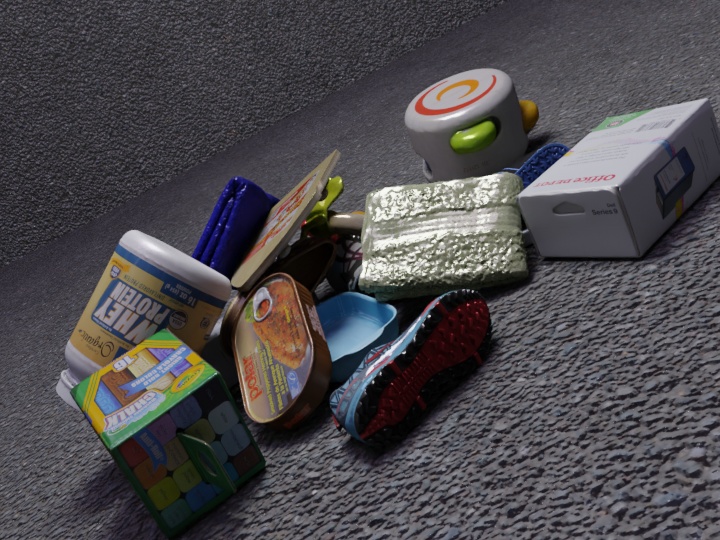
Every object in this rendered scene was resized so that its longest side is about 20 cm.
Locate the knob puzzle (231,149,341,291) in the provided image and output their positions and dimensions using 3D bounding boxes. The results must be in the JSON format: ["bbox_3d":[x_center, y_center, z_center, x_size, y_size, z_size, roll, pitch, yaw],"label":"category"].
[{"bbox_3d":[-0.101,-0.043,1.075,0.220,0.030,0.220,-46,16,18],"label":"knob puzzle"}]

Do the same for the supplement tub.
[{"bbox_3d":[-0.252,0.072,0.978,0.203,0.143,0.144,-63,24,-3],"label":"supplement tub"}]

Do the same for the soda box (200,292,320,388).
[{"bbox_3d":[-0.145,0.081,1.106,0.199,0.069,0.063,-38,20,-28],"label":"soda box"}]

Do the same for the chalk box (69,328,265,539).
[{"bbox_3d":[-0.186,0.165,0.836,0.123,0.126,0.199,-33,28,-20],"label":"chalk box"}]

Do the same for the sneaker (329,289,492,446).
[{"bbox_3d":[0.045,0.083,0.824,0.199,0.080,0.095,-38,19,-27],"label":"sneaker"}]

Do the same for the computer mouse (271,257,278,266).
[{"bbox_3d":[-0.133,0.011,1.273,0.059,0.034,0.200,-60,6,11],"label":"computer mouse"}]

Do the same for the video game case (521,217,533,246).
[{"bbox_3d":[0.145,-0.047,1.113,0.197,0.022,0.183,-22,20,15],"label":"video game case"}]

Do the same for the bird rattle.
[{"bbox_3d":[-0.027,-0.047,1.215,0.160,0.201,0.115,9,69,11],"label":"bird rattle"}]

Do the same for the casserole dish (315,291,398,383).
[{"bbox_3d":[-0.024,0.080,0.991,0.120,0.039,0.199,-34,19,-17],"label":"casserole dish"}]

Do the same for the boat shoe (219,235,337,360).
[{"bbox_3d":[-0.101,0.028,1.058,0.201,0.072,0.067,-49,13,-25],"label":"boat shoe"}]

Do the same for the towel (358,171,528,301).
[{"bbox_3d":[0.095,-0.042,0.981,0.196,0.037,0.151,-5,62,14],"label":"towel"}]

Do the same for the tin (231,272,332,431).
[{"bbox_3d":[-0.090,0.089,0.937,0.112,0.042,0.201,-40,39,16],"label":"tin"}]

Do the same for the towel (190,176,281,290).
[{"bbox_3d":[-0.172,-0.049,1.181,0.049,0.150,0.200,20,-2,10],"label":"towel"}]

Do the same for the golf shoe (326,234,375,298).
[{"bbox_3d":[0.000,0.000,1.090,0.199,0.077,0.089,-28,30,56],"label":"golf shoe"}]

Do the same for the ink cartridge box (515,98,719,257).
[{"bbox_3d":[0.293,-0.101,0.943,0.199,0.089,0.144,-37,20,-30],"label":"ink cartridge box"}]

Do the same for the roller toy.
[{"bbox_3d":[0.173,-0.223,1.346,0.180,0.141,0.200,5,41,42],"label":"roller toy"}]

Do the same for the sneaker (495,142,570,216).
[{"bbox_3d":[0.178,-0.087,1.052,0.198,0.071,0.078,-31,-3,6],"label":"sneaker"}]
